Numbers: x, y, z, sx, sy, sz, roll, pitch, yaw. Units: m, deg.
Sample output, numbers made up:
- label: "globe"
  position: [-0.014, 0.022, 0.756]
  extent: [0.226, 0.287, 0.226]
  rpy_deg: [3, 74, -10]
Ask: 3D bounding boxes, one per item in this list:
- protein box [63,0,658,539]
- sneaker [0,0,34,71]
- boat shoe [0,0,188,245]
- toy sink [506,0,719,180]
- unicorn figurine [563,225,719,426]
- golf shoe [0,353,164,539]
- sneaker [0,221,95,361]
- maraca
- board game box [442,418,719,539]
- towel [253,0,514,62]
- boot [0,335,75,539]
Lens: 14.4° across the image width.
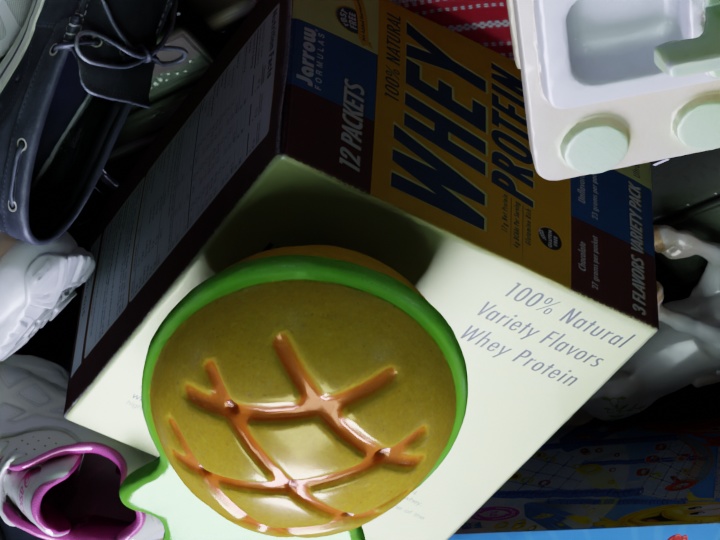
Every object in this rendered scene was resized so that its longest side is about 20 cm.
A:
- label: "protein box"
  position: [0.000, 0.000, 1.322]
  extent: [0.198, 0.135, 0.200]
  rpy_deg: [24, 132, -20]
- label: "sneaker"
  position: [-0.177, -0.158, 1.265]
  extent: [0.076, 0.115, 0.201]
  rpy_deg: [30, 122, 35]
- label: "boat shoe"
  position: [-0.115, -0.099, 1.263]
  extent: [0.075, 0.062, 0.200]
  rpy_deg: [15, 110, -55]
- label: "toy sink"
  position: [0.112, -0.120, 1.157]
  extent: [0.112, 0.200, 0.131]
  rpy_deg: [-12, 138, 0]
- label: "unicorn figurine"
  position: [0.165, 0.038, 1.448]
  extent: [0.199, 0.074, 0.137]
  rpy_deg: [-11, 148, 37]
- label: "golf shoe"
  position: [-0.158, 0.089, 1.378]
  extent: [0.199, 0.091, 0.076]
  rpy_deg: [7, 107, 27]
- label: "sneaker"
  position: [-0.196, -0.007, 1.367]
  extent: [0.099, 0.078, 0.200]
  rpy_deg: [51, 159, -12]
- label: "maraca"
  position: [-0.031, 0.066, 1.217]
  extent: [0.137, 0.107, 0.200]
  rpy_deg: [19, 134, -6]
- label: "board game box"
  position: [0.151, 0.127, 1.451]
  extent: [0.195, 0.200, 0.056]
  rpy_deg: [-4, 101, 9]
- label: "towel"
  position: [0.020, -0.129, 1.301]
  extent: [0.144, 0.023, 0.200]
  rpy_deg: [-5, 137, 10]
- label: "boot"
  position: [-0.111, 0.119, 1.460]
  extent: [0.168, 0.076, 0.201]
  rpy_deg: [-26, 98, 27]
